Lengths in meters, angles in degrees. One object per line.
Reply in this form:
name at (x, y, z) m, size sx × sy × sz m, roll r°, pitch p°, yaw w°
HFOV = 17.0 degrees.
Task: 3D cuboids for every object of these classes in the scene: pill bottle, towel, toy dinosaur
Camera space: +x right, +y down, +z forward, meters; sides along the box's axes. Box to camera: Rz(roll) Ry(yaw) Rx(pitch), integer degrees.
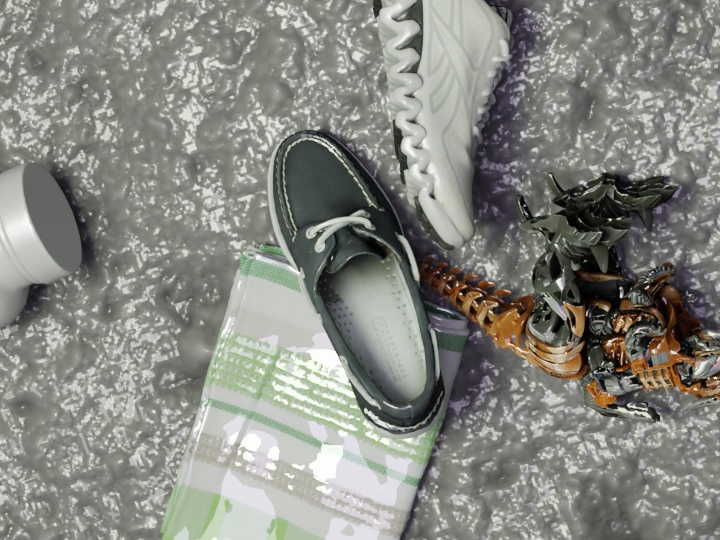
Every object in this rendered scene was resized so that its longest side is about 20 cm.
pill bottle at (-0.276, 0.002, 1.479) m, size 0.200 × 0.104 × 0.104 m, roll -21°, pitch 92°, yaw 14°
towel at (-0.031, 0.099, 1.474) m, size 0.149 × 0.031 × 0.200 m, roll 20°, pitch 101°, yaw 10°
toy dinosaur at (0.130, 0.021, 1.401) m, size 0.200 × 0.102 × 0.136 m, roll 4°, pitch 113°, yaw 2°

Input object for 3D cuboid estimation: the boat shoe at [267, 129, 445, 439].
boat shoe at (0.000, 0.000, 1.416) m, size 0.076 × 0.060 × 0.200 m, roll -26°, pitch 75°, yaw -6°

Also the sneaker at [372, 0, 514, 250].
sneaker at (0.052, -0.112, 1.398) m, size 0.081 × 0.075 × 0.200 m, roll -7°, pitch 81°, yaw -1°
